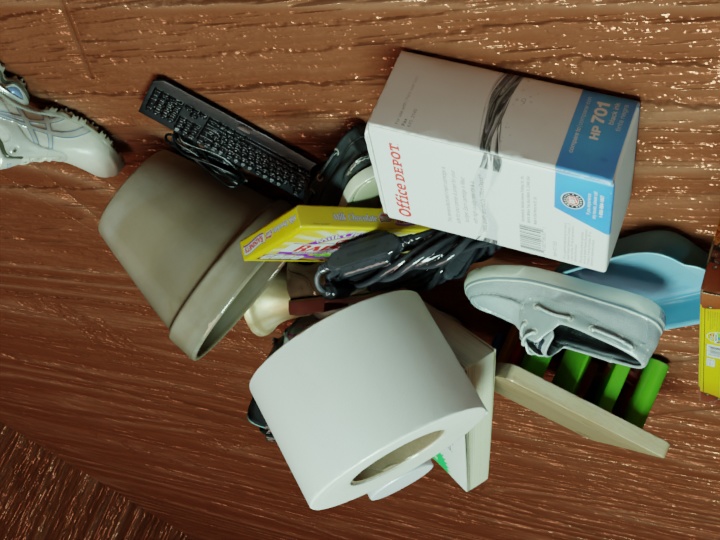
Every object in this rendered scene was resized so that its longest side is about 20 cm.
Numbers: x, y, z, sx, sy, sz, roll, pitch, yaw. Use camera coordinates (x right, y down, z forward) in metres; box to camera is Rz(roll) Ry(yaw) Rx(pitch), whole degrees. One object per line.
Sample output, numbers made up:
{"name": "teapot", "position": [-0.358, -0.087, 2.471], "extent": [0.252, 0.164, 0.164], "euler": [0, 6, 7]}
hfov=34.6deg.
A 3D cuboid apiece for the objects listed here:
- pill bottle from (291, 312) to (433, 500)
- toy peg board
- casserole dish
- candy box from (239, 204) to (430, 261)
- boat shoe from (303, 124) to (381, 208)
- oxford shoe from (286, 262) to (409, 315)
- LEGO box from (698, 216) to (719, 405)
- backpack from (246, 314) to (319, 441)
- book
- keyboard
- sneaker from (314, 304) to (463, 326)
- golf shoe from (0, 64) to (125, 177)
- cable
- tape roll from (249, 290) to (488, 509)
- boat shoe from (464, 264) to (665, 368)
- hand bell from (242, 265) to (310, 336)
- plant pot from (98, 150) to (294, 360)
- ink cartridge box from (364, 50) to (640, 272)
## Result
{"name": "pill bottle", "position": [0.001, 0.153, 1.318], "extent": [0.200, 0.112, 0.112], "euler": [61, 165, 18]}
{"name": "toy peg board", "position": [0.239, 0.118, 1.317], "extent": [0.200, 0.098, 0.199], "euler": [27, 173, -10]}
{"name": "casserole dish", "position": [0.265, 0.010, 1.092], "extent": [0.121, 0.039, 0.200], "euler": [31, 157, -21]}
{"name": "candy box", "position": [-0.006, -0.033, 1.119], "extent": [0.200, 0.026, 0.102], "euler": [0, 160, -37]}
{"name": "boat shoe", "position": [-0.022, -0.081, 1.128], "extent": [0.066, 0.074, 0.199], "euler": [64, 161, 10]}
{"name": "oxford shoe", "position": [0.000, 0.000, 1.278], "extent": [0.200, 0.075, 0.070], "euler": [-12, 179, 25]}
{"name": "LEGO box", "position": [0.316, 0.006, 0.891], "extent": [0.077, 0.149, 0.200], "euler": [13, 156, 22]}
{"name": "backpack", "position": [-0.040, 0.139, 1.493], "extent": [0.175, 0.154, 0.200], "euler": [20, -166, 1]}
{"name": "book", "position": [0.091, 0.137, 1.303], "extent": [0.134, 0.048, 0.200], "euler": [39, 147, 40]}
{"name": "keyboard", "position": [-0.135, -0.118, 1.178], "extent": [0.200, 0.040, 0.104], "euler": [28, 156, -11]}
{"name": "sneaker", "position": [0.020, 0.078, 1.404], "extent": [0.200, 0.089, 0.075], "euler": [13, 157, 23]}
{"name": "golf shoe", "position": [-0.359, -0.140, 1.265], "extent": [0.200, 0.097, 0.078], "euler": [31, 154, -22]}
{"name": "cable", "position": [0.064, -0.008, 1.119], "extent": [0.200, 0.051, 0.163], "euler": [-19, 164, 21]}
{"name": "tape roll", "position": [0.006, 0.130, 1.160], "extent": [0.139, 0.202, 0.203], "euler": [59, 165, 18]}
{"name": "boat shoe", "position": [0.186, 0.047, 1.106], "extent": [0.200, 0.072, 0.070], "euler": [12, 154, 25]}
{"name": "hand bell", "position": [-0.030, 0.027, 1.368], "extent": [0.200, 0.104, 0.104], "euler": [-1, 150, 22]}
{"name": "plant pot", "position": [-0.181, -0.032, 1.256], "extent": [0.173, 0.200, 0.200], "euler": [39, 157, 3]}
{"name": "ink cartridge box", "position": [0.118, -0.087, 0.950], "extent": [0.200, 0.086, 0.147], "euler": [17, 156, 17]}
